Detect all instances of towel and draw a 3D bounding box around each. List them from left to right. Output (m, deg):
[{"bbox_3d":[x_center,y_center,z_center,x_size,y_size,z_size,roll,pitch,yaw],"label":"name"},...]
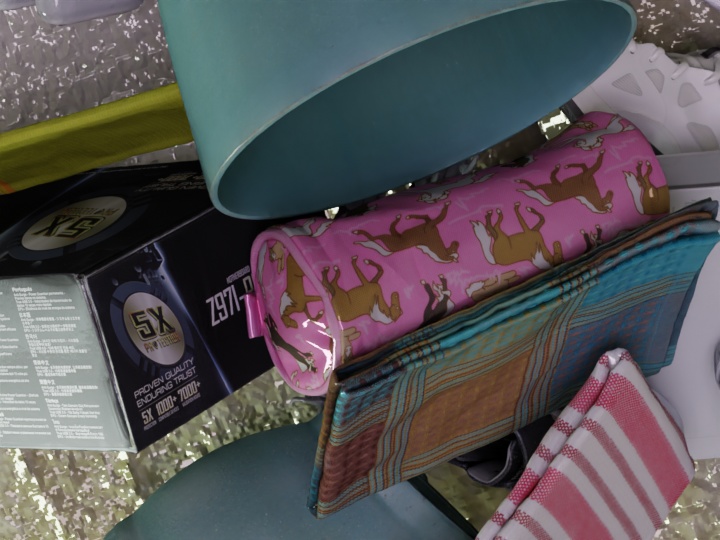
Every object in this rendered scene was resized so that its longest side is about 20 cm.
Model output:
[{"bbox_3d":[-0.156,-0.051,1.142,0.198,0.086,0.018,-15,83,17],"label":"towel"},{"bbox_3d":[0.070,0.045,1.116,0.199,0.147,0.022,-24,65,-18],"label":"towel"},{"bbox_3d":[0.085,0.141,1.168,0.030,0.146,0.201,31,78,29],"label":"towel"}]

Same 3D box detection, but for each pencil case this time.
[{"bbox_3d":[0.045,-0.009,1.107,0.199,0.083,0.087,-20,154,-26],"label":"pencil case"}]

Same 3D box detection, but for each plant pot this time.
[{"bbox_3d":[-0.014,0.155,1.241,0.200,0.200,0.134,43,90,-12],"label":"plant pot"},{"bbox_3d":[-0.002,-0.139,1.059,0.199,0.200,0.162,-26,76,10],"label":"plant pot"}]

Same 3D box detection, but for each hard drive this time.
[{"bbox_3d":[0.206,0.019,1.220,0.131,0.026,0.201,-5,136,3],"label":"hard drive"}]

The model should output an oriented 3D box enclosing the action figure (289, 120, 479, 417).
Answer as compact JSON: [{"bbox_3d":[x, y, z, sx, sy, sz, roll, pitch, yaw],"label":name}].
[{"bbox_3d":[0.000,0.000,1.230,0.129,0.070,0.201,6,127,-19],"label":"action figure"}]

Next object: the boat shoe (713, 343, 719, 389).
[{"bbox_3d":[0.239,0.109,1.243,0.072,0.071,0.200,-29,130,25],"label":"boat shoe"}]

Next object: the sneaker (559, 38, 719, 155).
[{"bbox_3d":[0.156,-0.101,1.204,0.115,0.076,0.200,-42,117,6],"label":"sneaker"}]

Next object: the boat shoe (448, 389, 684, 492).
[{"bbox_3d":[0.076,0.079,1.220,0.199,0.068,0.072,21,140,-23],"label":"boat shoe"}]

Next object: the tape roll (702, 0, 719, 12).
[{"bbox_3d":[0.221,-0.217,1.162,0.198,0.066,0.202,1,108,2],"label":"tape roll"}]

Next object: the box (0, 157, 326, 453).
[{"bbox_3d":[-0.134,0.014,1.157,0.199,0.163,0.087,-2,110,41],"label":"box"}]

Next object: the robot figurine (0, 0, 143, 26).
[{"bbox_3d":[-0.140,-0.221,1.145,0.169,0.113,0.202,15,112,34],"label":"robot figurine"}]
